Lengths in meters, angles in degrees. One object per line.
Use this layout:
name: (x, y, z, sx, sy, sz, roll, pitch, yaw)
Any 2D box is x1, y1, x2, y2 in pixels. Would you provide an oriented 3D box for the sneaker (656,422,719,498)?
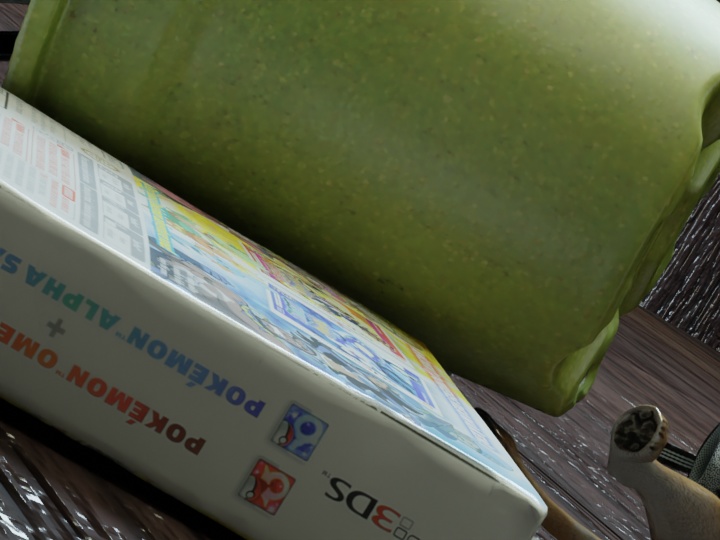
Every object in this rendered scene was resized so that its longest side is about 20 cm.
sneaker: (0.176, 0.107, 0.983, 0.113, 0.076, 0.200, 29, -1, -19)

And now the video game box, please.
video game box: (-0.054, 0.008, 0.668, 0.181, 0.047, 0.200, 29, 5, -10)

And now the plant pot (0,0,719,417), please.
plant pot: (0.017, -0.057, 0.821, 0.183, 0.201, 0.200, 30, 4, 9)

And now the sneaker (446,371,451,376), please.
sneaker: (0.000, 0.000, 0.980, 0.080, 0.071, 0.200, 30, 4, 18)

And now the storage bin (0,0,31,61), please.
storage bin: (-0.139, -0.121, 0.864, 0.134, 0.095, 0.200, 1, 0, 10)

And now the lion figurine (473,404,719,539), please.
lion figurine: (0.122, 0.097, 0.741, 0.122, 0.073, 0.200, 37, -5, -42)
